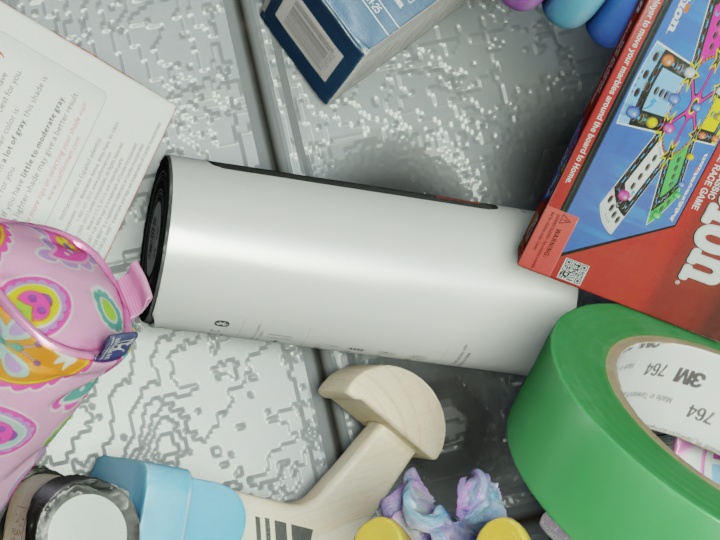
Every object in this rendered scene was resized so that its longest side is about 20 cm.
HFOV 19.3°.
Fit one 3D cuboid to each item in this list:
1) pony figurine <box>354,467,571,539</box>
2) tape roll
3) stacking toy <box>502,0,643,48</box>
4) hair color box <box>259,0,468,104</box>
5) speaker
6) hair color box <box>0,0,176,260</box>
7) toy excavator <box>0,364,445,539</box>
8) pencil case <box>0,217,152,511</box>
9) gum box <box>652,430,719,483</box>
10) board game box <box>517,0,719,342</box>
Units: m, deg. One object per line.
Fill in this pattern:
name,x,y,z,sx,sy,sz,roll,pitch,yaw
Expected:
pony figurine,0.077,0.151,0.922,0.166,0.200,0.193,-40,58,9
tape roll,0.160,0.089,0.900,0.199,0.201,0.048,21,113,-11
stacking toy,0.145,-0.117,0.932,0.199,0.085,0.086,29,78,-7
hair color box,0.051,-0.169,1.015,0.200,0.100,0.061,-37,90,-15
speaker,0.000,0.000,0.995,0.199,0.081,0.082,8,82,-13
hair color box,-0.196,-0.071,0.943,0.199,0.064,0.111,31,71,-20
toy excavator,-0.068,0.126,0.968,0.199,0.100,0.196,14,82,-26
pencil case,-0.169,0.067,0.892,0.087,0.088,0.200,35,116,-8
gum box,0.193,0.109,1.037,0.113,0.066,0.202,11,82,-11
board game box,0.152,-0.067,0.907,0.102,0.019,0.201,20,120,-7
